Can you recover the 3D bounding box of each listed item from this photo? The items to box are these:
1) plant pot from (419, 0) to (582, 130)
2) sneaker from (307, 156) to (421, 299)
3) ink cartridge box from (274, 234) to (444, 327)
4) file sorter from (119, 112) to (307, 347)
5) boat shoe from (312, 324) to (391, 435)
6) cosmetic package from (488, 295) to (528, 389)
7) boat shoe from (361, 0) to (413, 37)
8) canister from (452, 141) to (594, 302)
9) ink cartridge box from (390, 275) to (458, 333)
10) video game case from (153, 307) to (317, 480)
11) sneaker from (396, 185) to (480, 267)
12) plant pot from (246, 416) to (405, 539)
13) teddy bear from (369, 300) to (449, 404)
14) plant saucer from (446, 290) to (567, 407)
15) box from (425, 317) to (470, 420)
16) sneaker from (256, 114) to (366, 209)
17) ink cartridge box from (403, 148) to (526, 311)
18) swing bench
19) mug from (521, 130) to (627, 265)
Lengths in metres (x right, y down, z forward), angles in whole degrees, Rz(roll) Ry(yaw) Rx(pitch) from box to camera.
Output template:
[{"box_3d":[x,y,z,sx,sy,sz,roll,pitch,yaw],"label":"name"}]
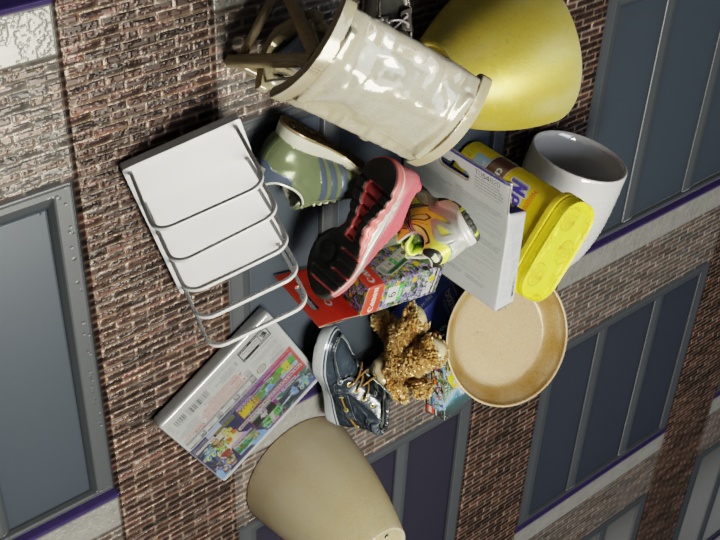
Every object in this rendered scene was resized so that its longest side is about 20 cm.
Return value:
[{"box_3d":[0.146,-0.250,1.338,0.141,0.200,0.202,-25,135,-23],"label":"plant pot"},{"box_3d":[0.012,-0.043,1.362,0.086,0.074,0.201,6,124,-52],"label":"sneaker"},{"box_3d":[0.000,0.000,1.442,0.198,0.109,0.051,-16,139,-37],"label":"ink cartridge box"},{"box_3d":[-0.153,-0.038,1.222,0.138,0.125,0.201,-25,136,-8],"label":"file sorter"},{"box_3d":[-0.007,0.153,1.559,0.201,0.090,0.071,79,32,-48],"label":"boat shoe"},{"box_3d":[0.223,0.098,1.674,0.082,0.050,0.202,20,90,-57],"label":"cosmetic package"},{"box_3d":[0.040,-0.260,1.327,0.066,0.057,0.202,-24,134,-31],"label":"boat shoe"},{"box_3d":[0.199,-0.071,1.519,0.086,0.200,0.150,19,105,-50],"label":"canister"},{"box_3d":[0.117,0.097,1.692,0.094,0.044,0.201,-43,141,-15],"label":"ink cartridge box"},{"box_3d":[-0.159,0.168,1.484,0.200,0.023,0.183,-47,141,-9],"label":"video game case"},{"box_3d":[0.068,-0.059,1.410,0.076,0.200,0.076,-39,115,-13],"label":"sneaker"},{"box_3d":[-0.033,0.348,1.608,0.186,0.200,0.189,-26,136,-29],"label":"plant pot"},{"box_3d":[0.060,0.120,1.565,0.066,0.200,0.146,-28,93,-27],"label":"teddy bear"},{"box_3d":[0.205,0.094,1.604,0.198,0.035,0.203,-3,98,-22],"label":"plant saucer"},{"box_3d":[0.170,0.118,1.690,0.199,0.037,0.138,-32,132,-43],"label":"box"},{"box_3d":[-0.056,-0.112,1.345,0.090,0.067,0.199,-52,143,12],"label":"sneaker"},{"box_3d":[0.129,-0.078,1.445,0.040,0.199,0.202,-27,137,-31],"label":"ink cartridge box"},{"box_3d":[-0.005,-0.207,1.172,0.198,0.200,0.131,22,103,-34],"label":"swing bench"},{"box_3d":[0.302,-0.105,1.665,0.200,0.146,0.177,-51,162,-56],"label":"mug"}]
